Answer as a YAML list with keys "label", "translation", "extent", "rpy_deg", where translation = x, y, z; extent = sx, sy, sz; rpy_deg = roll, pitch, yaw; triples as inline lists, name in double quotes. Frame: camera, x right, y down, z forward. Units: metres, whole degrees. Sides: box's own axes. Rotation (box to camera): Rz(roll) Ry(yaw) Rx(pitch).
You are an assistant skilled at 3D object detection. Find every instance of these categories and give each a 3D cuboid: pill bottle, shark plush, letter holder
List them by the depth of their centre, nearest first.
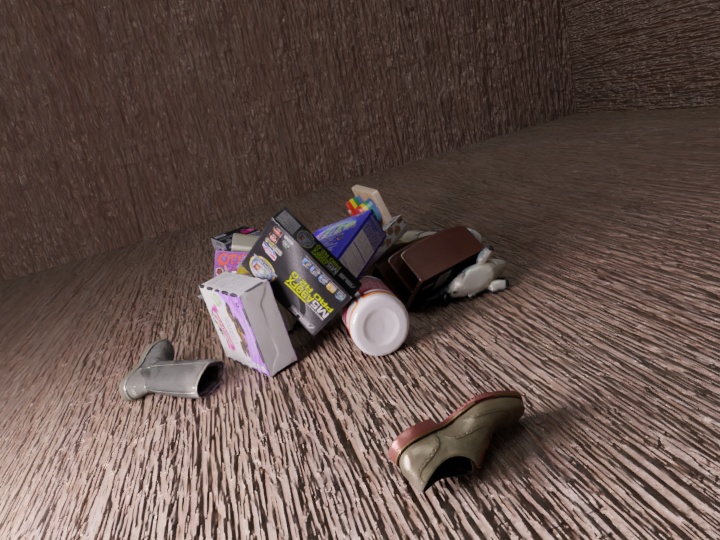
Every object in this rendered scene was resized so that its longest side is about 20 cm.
- label: "pill bottle"
  translation: [0.018, 0.076, 1.157]
  extent: [0.110, 0.116, 0.200]
  rpy_deg: [-16, 16, -7]
- label: "shark plush"
  translation: [0.227, 0.037, 1.268]
  extent: [0.198, 0.092, 0.083]
  rpy_deg: [-38, -1, -6]
- label: "letter holder"
  translation: [0.145, -0.032, 1.304]
  extent: [0.197, 0.102, 0.143]
  rpy_deg: [-24, 64, -32]

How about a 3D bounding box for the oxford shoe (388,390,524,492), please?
- label: "oxford shoe"
  translation: [0.133, 0.211, 0.737]
  extent: [0.195, 0.072, 0.075]
  rpy_deg: [-20, 43, -22]

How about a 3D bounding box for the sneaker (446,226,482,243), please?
- label: "sneaker"
  translation: [0.239, -0.078, 1.569]
  extent: [0.196, 0.078, 0.087]
  rpy_deg: [-2, 8, 41]

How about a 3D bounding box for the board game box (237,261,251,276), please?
- label: "board game box"
  translation: [-0.211, -0.004, 1.357]
  extent: [0.131, 0.035, 0.200]
  rpy_deg: [-20, 15, -5]

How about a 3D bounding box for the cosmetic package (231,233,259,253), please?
- label: "cosmetic package"
  translation: [-0.232, -0.023, 1.536]
  extent: [0.194, 0.106, 0.074]
  rpy_deg: [7, 28, -13]

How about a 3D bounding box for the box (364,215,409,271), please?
- label: "box"
  translation: [0.025, -0.043, 1.318]
  extent: [0.200, 0.039, 0.041]
  rpy_deg: [-44, 12, -19]

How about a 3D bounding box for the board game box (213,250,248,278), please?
- label: "board game box"
  translation: [-0.258, 0.019, 1.469]
  extent: [0.193, 0.124, 0.032]
  rpy_deg: [3, -5, -10]

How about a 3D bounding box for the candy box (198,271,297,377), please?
- label: "candy box"
  translation: [-0.224, 0.100, 1.185]
  extent: [0.071, 0.172, 0.198]
  rpy_deg: [-29, 20, -31]

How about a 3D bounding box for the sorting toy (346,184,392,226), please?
- label: "sorting toy"
  translation: [0.034, -0.128, 1.690]
  extent: [0.069, 0.202, 0.200]
  rpy_deg: [-32, 19, -9]

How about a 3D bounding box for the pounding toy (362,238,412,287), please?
- label: "pounding toy"
  translation: [0.000, 0.000, 1.441]
  extent: [0.194, 0.147, 0.183]
  rpy_deg: [-9, 14, -22]

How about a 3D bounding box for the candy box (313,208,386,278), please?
- label: "candy box"
  translation: [-0.059, -0.023, 1.234]
  extent: [0.166, 0.078, 0.201]
  rpy_deg: [-17, 25, 39]

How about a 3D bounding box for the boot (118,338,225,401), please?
- label: "boot"
  translation: [-0.353, 0.190, 1.186]
  extent: [0.195, 0.074, 0.183]
  rpy_deg: [-15, 29, 23]

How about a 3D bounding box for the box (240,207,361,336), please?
- label: "box"
  translation: [-0.112, 0.007, 1.114]
  extent: [0.160, 0.200, 0.044]
  rpy_deg: [-43, 3, 45]

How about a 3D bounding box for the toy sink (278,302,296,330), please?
- label: "toy sink"
  translation: [-0.202, 0.075, 1.362]
  extent: [0.195, 0.115, 0.131]
  rpy_deg: [-18, 16, 6]

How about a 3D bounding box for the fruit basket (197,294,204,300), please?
- label: "fruit basket"
  translation: [-0.298, 0.065, 1.565]
  extent: [0.183, 0.096, 0.197]
  rpy_deg: [-27, 36, -36]

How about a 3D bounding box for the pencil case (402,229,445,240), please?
- label: "pencil case"
  translation: [0.158, -0.056, 1.530]
  extent: [0.196, 0.092, 0.077]
  rpy_deg: [1, 11, 38]

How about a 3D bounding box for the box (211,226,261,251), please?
- label: "box"
  translation: [-0.398, -0.064, 1.985]
  extent: [0.129, 0.118, 0.199]
  rpy_deg: [-22, 17, -22]
